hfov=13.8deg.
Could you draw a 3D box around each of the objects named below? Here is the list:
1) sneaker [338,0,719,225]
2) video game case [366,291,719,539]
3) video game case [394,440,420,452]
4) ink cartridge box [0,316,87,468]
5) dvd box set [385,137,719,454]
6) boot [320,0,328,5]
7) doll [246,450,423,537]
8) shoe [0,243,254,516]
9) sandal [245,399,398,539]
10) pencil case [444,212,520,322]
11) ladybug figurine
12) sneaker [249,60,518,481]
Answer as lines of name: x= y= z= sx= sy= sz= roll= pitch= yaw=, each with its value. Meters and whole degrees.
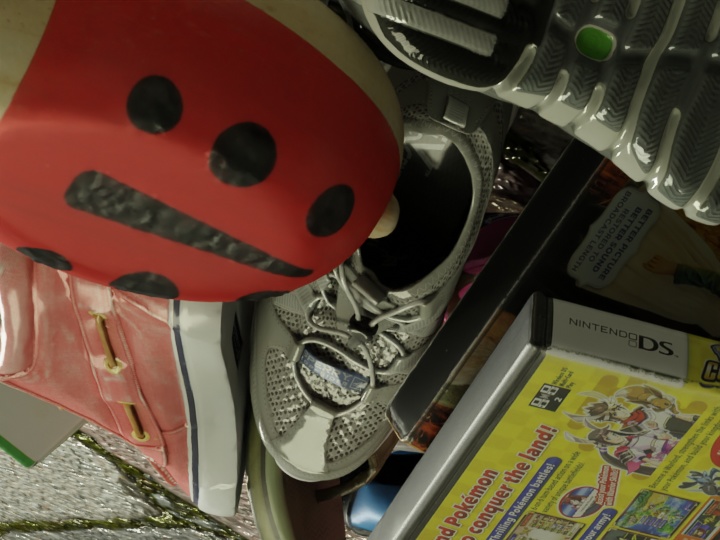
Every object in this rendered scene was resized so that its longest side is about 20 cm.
sneaker: x=0.071 y=-0.079 z=1.027 sx=0.199 sy=0.075 sz=0.115 roll=25 pitch=180 yaw=-26
video game case: x=0.112 y=0.088 z=1.088 sx=0.180 sy=0.026 sz=0.200 roll=14 pitch=145 yaw=-12
video game case: x=-0.017 y=0.063 z=1.371 sx=0.198 sy=0.022 sz=0.182 roll=7 pitch=180 yaw=5
ink cartridge box: x=-0.186 y=-0.033 z=1.237 sx=0.147 sy=0.083 sz=0.200 roll=44 pitch=-175 yaw=-44
dvd box set: x=0.128 y=0.041 z=1.126 sx=0.199 sy=0.147 sz=0.029 roll=28 pitch=-163 yaw=-28
boot: x=-0.053 y=-0.067 z=1.124 sx=0.073 sy=0.096 sz=0.200 roll=21 pitch=160 yaw=5
doll: x=0.048 y=0.107 z=1.308 sx=0.199 sy=0.049 sz=0.136 roll=13 pitch=-171 yaw=0
shoe: x=-0.090 y=0.034 z=1.166 sx=0.090 sy=0.072 sz=0.200 roll=6 pitch=153 yaw=5
sandal: x=-0.004 y=0.036 z=1.201 sx=0.057 sy=0.202 sz=0.080 roll=11 pitch=-169 yaw=17
pencil case: x=0.086 y=0.074 z=1.209 sx=0.093 sy=0.201 sz=0.091 roll=-15 pitch=-171 yaw=6
ladybug figurine: x=-0.072 y=-0.045 z=0.985 sx=0.199 sy=0.072 sz=0.136 roll=18 pitch=131 yaw=-22
sneaker: x=0.000 y=0.000 z=1.108 sx=0.074 sy=0.082 sz=0.201 roll=19 pitch=119 yaw=1
